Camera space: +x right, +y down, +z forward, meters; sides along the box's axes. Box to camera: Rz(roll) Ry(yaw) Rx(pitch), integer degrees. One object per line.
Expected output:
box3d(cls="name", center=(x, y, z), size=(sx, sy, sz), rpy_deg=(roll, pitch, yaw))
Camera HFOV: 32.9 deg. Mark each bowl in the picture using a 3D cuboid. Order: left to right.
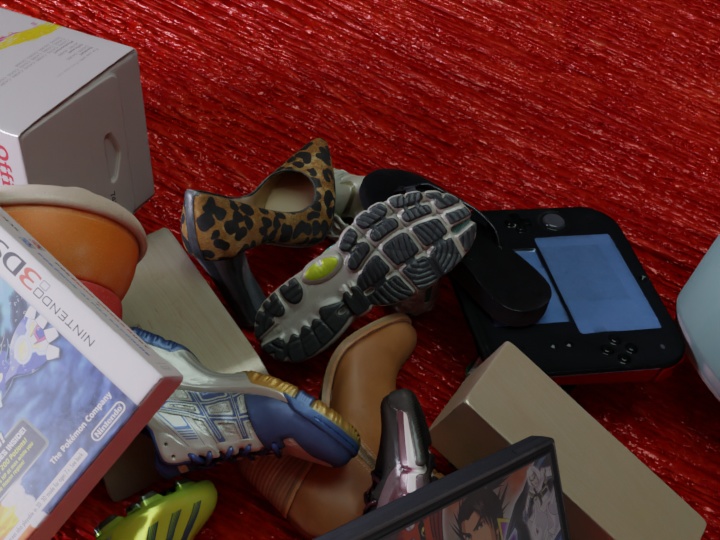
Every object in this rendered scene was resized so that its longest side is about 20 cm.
box3d(cls="bowl", center=(0.340, 0.057, 1.021), size=(0.200, 0.105, 0.201), rpy_deg=(39, 25, -23))

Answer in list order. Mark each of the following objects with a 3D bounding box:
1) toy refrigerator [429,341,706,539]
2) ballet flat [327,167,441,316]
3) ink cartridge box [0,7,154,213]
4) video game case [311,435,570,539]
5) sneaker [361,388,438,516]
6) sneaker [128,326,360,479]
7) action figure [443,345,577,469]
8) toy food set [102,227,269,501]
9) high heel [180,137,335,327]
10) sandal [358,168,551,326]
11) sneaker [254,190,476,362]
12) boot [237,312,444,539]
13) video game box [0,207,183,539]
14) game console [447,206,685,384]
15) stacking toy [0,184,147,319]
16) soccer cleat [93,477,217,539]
box3d(cls="toy refrigerator", center=(0.149, 0.155, 0.898), size=(0.200, 0.070, 0.076), rpy_deg=(42, 48, 1))
box3d(cls="ballet flat", center=(0.010, -0.044, 1.091), size=(0.071, 0.072, 0.200), rpy_deg=(-22, 55, -32))
box3d(cls="ink cartridge box", center=(-0.293, -0.111, 0.989), size=(0.199, 0.148, 0.146), rpy_deg=(19, 43, 22))
box3d(cls="video game case", center=(0.065, 0.222, 0.768), size=(0.199, 0.182, 0.025), rpy_deg=(-17, 10, -38))
box3d(cls="sneaker", center=(-0.004, 0.183, 0.809), size=(0.114, 0.076, 0.202), rpy_deg=(-6, 84, 8))
box3d(cls="sneaker", center=(-0.100, 0.112, 0.849), size=(0.198, 0.075, 0.089), rpy_deg=(17, 67, 12))
box3d(cls="action figure", center=(0.124, 0.093, 0.996), size=(0.118, 0.055, 0.200), rpy_deg=(28, 47, 17))
box3d(cls="toy food set", center=(-0.173, 0.066, 0.948), size=(0.143, 0.061, 0.200), rpy_deg=(-27, 56, -20))
box3d(cls="high heel", center=(-0.079, -0.072, 1.012), size=(0.071, 0.143, 0.201), rpy_deg=(6, 53, 26))
box3d(cls="sandal", center=(0.082, -0.032, 1.016), size=(0.076, 0.043, 0.200), rpy_deg=(-30, 56, -36))
box3d(cls="sneaker", center=(0.000, 0.000, 0.980), size=(0.199, 0.080, 0.078), rpy_deg=(-31, 90, 6))
box3d(cls="boot", center=(0.024, 0.134, 0.919), size=(0.154, 0.074, 0.200), rpy_deg=(33, 58, 18))
box3d(cls="video game box", center=(-0.238, 0.079, 0.735), size=(0.182, 0.047, 0.200), rpy_deg=(40, 91, 12))
box3d(cls="game console", center=(0.164, 0.017, 1.028), size=(0.175, 0.031, 0.201), rpy_deg=(1, 42, -18))
box3d(cls="stacking toy", center=(-0.215, 0.057, 0.805), size=(0.145, 0.146, 0.202), rpy_deg=(2, 67, -13))
box3d(cls="soccer cleat", center=(-0.163, 0.212, 0.808), size=(0.200, 0.065, 0.084), rpy_deg=(-35, 86, -41))
